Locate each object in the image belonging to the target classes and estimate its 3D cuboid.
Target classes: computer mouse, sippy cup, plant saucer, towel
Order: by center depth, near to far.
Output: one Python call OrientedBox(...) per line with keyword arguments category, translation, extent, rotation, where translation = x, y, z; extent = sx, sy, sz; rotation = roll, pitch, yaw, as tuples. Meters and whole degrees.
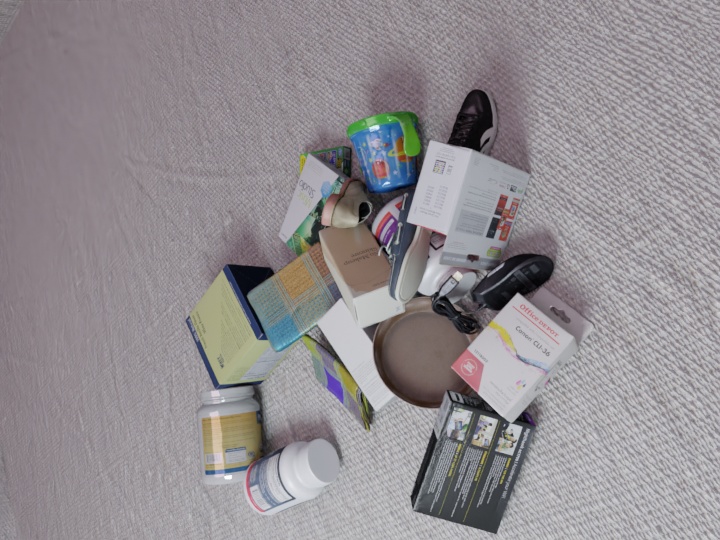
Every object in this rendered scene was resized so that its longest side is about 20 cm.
OrientedBox(category="computer mouse", translation=(0.206, 0.016, 1.003), extent=(0.200, 0.140, 0.046), rotation=(-41, 39, 24))
OrientedBox(category="plant saucer", translation=(0.119, 0.144, 1.065), extent=(0.198, 0.032, 0.202), rotation=(0, 64, -1))
OrientedBox(category="sippy cup", translation=(0.051, -0.218, 1.163), extent=(0.138, 0.178, 0.132), rotation=(-10, 92, 11))
OrientedBox(category="towel", translation=(-0.047, 0.220, 1.219), extent=(0.200, 0.023, 0.144), rotation=(39, 152, 38))
OrientedBox(category="towel", translation=(-0.125, 0.055, 1.237), extent=(0.199, 0.022, 0.147), rotation=(-35, 70, 16))

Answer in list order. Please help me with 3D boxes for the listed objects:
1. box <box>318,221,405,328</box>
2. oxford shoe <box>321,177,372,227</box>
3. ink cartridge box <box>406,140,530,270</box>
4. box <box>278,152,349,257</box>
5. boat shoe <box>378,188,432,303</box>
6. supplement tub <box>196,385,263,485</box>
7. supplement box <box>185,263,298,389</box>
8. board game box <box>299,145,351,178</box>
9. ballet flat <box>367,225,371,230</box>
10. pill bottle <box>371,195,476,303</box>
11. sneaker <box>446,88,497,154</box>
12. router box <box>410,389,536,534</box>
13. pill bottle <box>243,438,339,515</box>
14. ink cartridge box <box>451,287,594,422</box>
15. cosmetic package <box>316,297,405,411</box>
OrientedBox(category="box", translation=(0.000, 0.000, 1.108), extent=(0.201, 0.094, 0.078), rotation=(-121, 15, -45))
OrientedBox(category="oxford shoe", translation=(-0.011, -0.119, 1.144), extent=(0.073, 0.200, 0.071), rotation=(17, 118, 9))
OrientedBox(category="ink cartridge box", translation=(0.172, -0.098, 0.994), extent=(0.083, 0.199, 0.177), rotation=(23, 100, 39))
OrientedBox(category="box", translation=(-0.096, -0.126, 1.284), extent=(0.144, 0.036, 0.202), rotation=(41, 117, 43))
OrientedBox(category="boat shoe", translation=(0.075, -0.045, 1.012), extent=(0.061, 0.075, 0.202), rotation=(8, 77, 28))
OrientedBox(category="supplement tub", translation=(-0.296, 0.372, 1.397), extent=(0.144, 0.144, 0.202), rotation=(-14, 78, 39))
OrientedBox(category="supplement box", translation=(-0.265, 0.128, 1.395), extent=(0.200, 0.134, 0.201), rotation=(-48, 59, 27))
OrientedBox(category="board game box", translation=(-0.080, -0.159, 1.328), extent=(0.134, 0.029, 0.202), rotation=(-1, 86, 40))
OrientedBox(category="ballet flat", translation=(-0.009, 0.002, 1.234), extent=(0.074, 0.074, 0.202), rotation=(6, 94, 40))
OrientedBox(category="pill bottle", translation=(0.115, -0.035, 1.098), extent=(0.113, 0.112, 0.200), rotation=(-54, 56, 24))
OrientedBox(category="sneaker", translation=(0.174, -0.223, 1.061), extent=(0.073, 0.111, 0.202), rotation=(12, 95, 39))
OrientedBox(category="router box", translation=(0.181, 0.313, 1.002), extent=(0.148, 0.051, 0.202), rotation=(17, 100, -4))
OrientedBox(category="pill bottle", translation=(-0.141, 0.425, 1.278), extent=(0.199, 0.119, 0.121), rotation=(-33, 66, 33))
OrientedBox(category="ink cartridge box", translation=(0.254, 0.120, 0.957), extent=(0.200, 0.067, 0.116), rotation=(-48, 57, 1))
OrientedBox(category="cosmetic package", translation=(0.023, 0.144, 1.145), extent=(0.085, 0.107, 0.201), rotation=(-47, 69, 29))
